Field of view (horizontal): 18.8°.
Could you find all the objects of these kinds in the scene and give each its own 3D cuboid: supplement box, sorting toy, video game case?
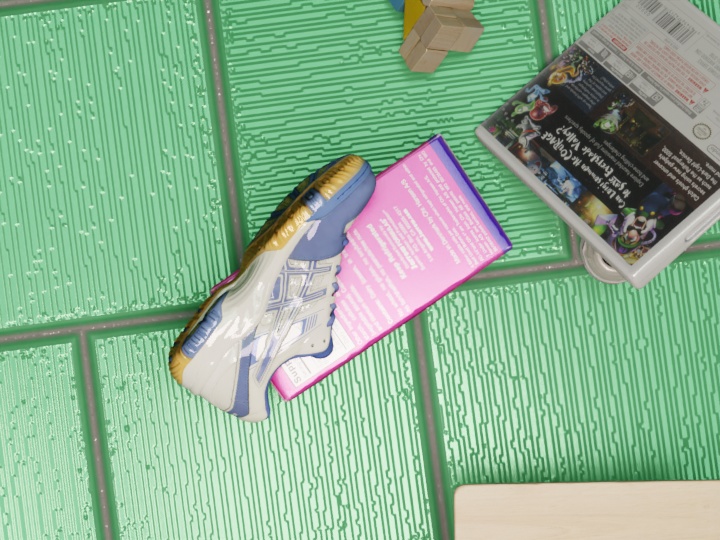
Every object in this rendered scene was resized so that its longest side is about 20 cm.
[{"bbox_3d":[0.000,0.000,1.579,0.200,0.101,0.103,-33,89,-1],"label":"supplement box"},{"bbox_3d":[0.166,0.245,1.514,0.200,0.070,0.199,-1,88,2],"label":"sorting toy"},{"bbox_3d":[0.206,-0.104,1.567,0.182,0.023,0.200,-41,50,-2],"label":"video game case"}]

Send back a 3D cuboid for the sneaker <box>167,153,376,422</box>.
[{"bbox_3d":[-0.043,0.014,1.500,0.088,0.075,0.200,38,95,-11],"label":"sneaker"}]

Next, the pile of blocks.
[{"bbox_3d":[0.062,-0.248,1.619,0.062,0.082,0.200,1,99,-43],"label":"pile of blocks"}]

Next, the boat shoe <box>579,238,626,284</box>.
[{"bbox_3d":[0.223,-0.083,1.602,0.072,0.066,0.200,32,88,1],"label":"boat shoe"}]
